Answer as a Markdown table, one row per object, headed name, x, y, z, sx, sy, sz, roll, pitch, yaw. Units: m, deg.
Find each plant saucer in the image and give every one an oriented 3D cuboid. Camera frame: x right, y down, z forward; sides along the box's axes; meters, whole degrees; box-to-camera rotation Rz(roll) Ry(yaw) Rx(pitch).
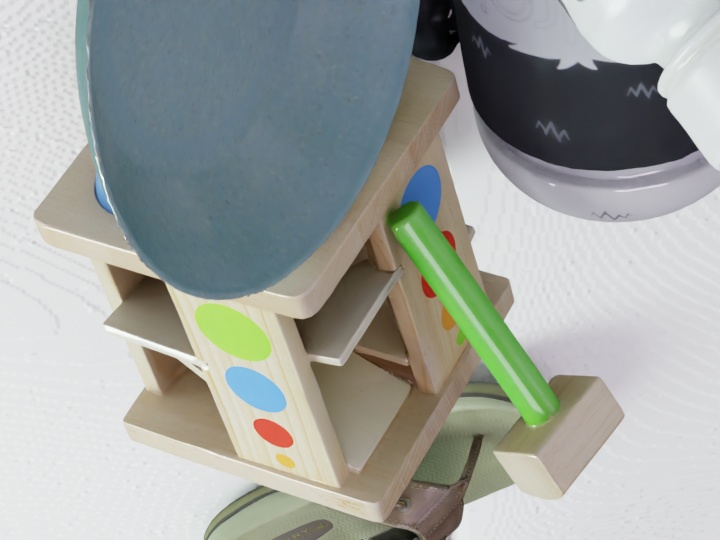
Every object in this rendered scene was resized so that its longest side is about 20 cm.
| name | x | y | z | sx | sy | sz | roll | pitch | yaw |
| --- | --- | --- | --- | --- | --- | --- | --- | --- | --- |
| plant saucer | -0.044 | -0.091 | 0.838 | 0.039 | 0.201 | 0.201 | 14 | 146 | 29 |

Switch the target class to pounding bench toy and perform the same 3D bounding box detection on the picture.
| name | x | y | z | sx | sy | sz | roll | pitch | yaw |
| --- | --- | --- | --- | --- | --- | --- | --- | --- | --- |
| pounding bench toy | 0.000 | 0.000 | 0.967 | 0.200 | 0.124 | 0.156 | 16 | 145 | 27 |

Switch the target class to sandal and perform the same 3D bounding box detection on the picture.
| name | x | y | z | sx | sy | sz | roll | pitch | yaw |
| --- | --- | --- | --- | --- | --- | --- | --- | --- | --- |
| sandal | 0.014 | 0.119 | 1.210 | 0.201 | 0.057 | 0.080 | -30 | 133 | 20 |

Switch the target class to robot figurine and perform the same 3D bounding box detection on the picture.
| name | x | y | z | sx | sy | sz | roll | pitch | yaw |
| --- | --- | --- | --- | --- | --- | --- | --- | --- | --- |
| robot figurine | 0.096 | -0.111 | 0.938 | 0.125 | 0.150 | 0.200 | -32 | 139 | -18 |

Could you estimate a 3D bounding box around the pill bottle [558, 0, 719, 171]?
| name | x | y | z | sx | sy | sz | roll | pitch | yaw |
| --- | --- | --- | --- | --- | --- | --- | --- | --- | --- |
| pill bottle | 0.094 | -0.138 | 0.781 | 0.113 | 0.200 | 0.113 | -32 | 169 | -7 |
